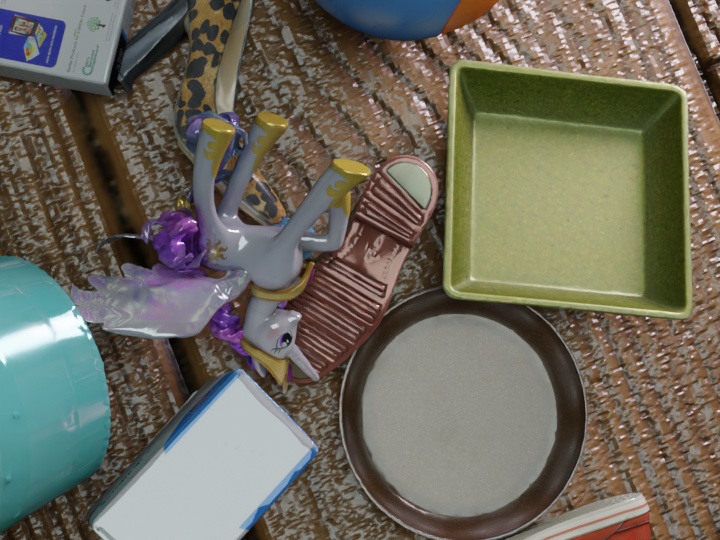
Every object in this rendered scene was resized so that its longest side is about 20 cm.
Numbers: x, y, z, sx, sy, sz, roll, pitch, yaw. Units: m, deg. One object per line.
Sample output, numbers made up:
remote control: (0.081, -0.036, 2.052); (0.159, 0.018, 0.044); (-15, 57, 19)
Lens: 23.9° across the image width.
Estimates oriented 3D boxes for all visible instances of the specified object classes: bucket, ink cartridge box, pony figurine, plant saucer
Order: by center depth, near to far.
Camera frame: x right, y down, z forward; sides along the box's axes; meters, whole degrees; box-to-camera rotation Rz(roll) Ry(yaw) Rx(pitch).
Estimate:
bucket: (-0.282, 0.092, 1.195); (0.134, 0.207, 0.209); (-22, 85, -43)
ink cartridge box: (-0.119, 0.153, 1.219); (0.084, 0.200, 0.146); (43, 79, -3)
pony figurine: (-0.100, -0.015, 1.244); (0.191, 0.167, 0.201); (17, 115, -3)
ink cartridge box: (-0.277, -0.203, 1.316); (0.198, 0.039, 0.100); (12, 80, 4)
plant saucer: (0.079, 0.113, 1.339); (0.198, 0.032, 0.202); (1, 82, -9)
plant saucer: (0.160, -0.058, 1.352); (0.198, 0.048, 0.201); (6, 70, -8)

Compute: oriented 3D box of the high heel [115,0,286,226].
high heel: (-0.088, -0.140, 1.326); (0.142, 0.071, 0.200); (-41, 81, -5)

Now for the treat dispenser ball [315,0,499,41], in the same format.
treat dispenser ball: (0.036, -0.278, 1.299); (0.199, 0.201, 0.203); (1, 82, -8)

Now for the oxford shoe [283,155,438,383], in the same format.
oxford shoe: (0.000, 0.000, 1.327); (0.071, 0.074, 0.201); (36, 99, -1)

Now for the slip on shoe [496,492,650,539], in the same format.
slip on shoe: (0.138, 0.230, 1.314); (0.198, 0.074, 0.062); (-17, 88, -15)
